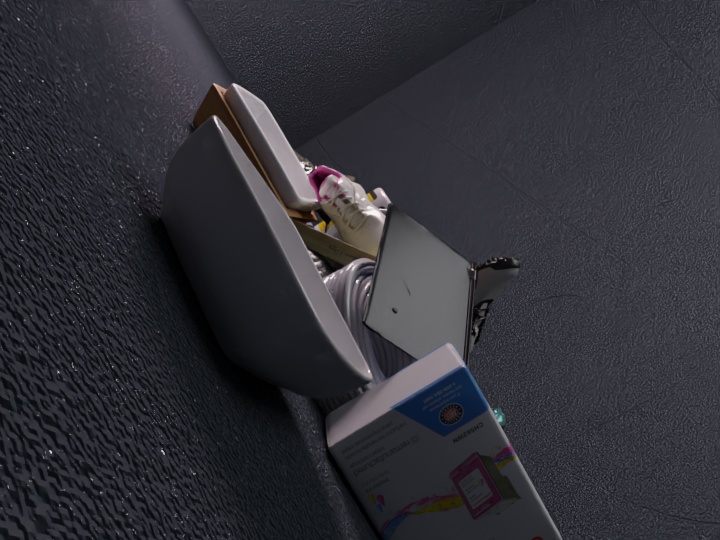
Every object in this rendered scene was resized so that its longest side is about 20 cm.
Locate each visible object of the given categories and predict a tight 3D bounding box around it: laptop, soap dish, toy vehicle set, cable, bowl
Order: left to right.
[{"bbox_3d":[-0.142,-0.150,1.024,0.202,0.081,0.157,61,10,4],"label":"soap dish"},{"bbox_3d":[-0.074,0.009,0.559,0.201,0.074,0.200,59,1,21],"label":"bowl"},{"bbox_3d":[0.000,0.000,0.967,0.198,0.027,0.124,25,-10,26],"label":"toy vehicle set"},{"bbox_3d":[0.012,0.089,0.806,0.200,0.068,0.203,-32,104,-64],"label":"cable"},{"bbox_3d":[0.068,0.066,0.833,0.189,0.114,0.202,-76,172,-45],"label":"laptop"}]

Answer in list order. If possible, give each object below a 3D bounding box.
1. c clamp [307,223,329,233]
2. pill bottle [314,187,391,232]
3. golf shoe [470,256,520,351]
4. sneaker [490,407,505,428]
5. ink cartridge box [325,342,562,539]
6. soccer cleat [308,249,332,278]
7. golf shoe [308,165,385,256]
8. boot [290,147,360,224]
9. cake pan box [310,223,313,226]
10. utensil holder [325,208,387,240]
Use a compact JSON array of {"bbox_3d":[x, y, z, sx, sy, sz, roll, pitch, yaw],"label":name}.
[{"bbox_3d":[-0.072,-0.019,1.141,0.200,0.027,0.174,24,67,-84],"label":"c clamp"},{"bbox_3d":[-0.021,-0.052,1.321,0.112,0.198,0.111,59,1,-2],"label":"pill bottle"},{"bbox_3d":[0.148,0.058,0.993,0.077,0.200,0.095,3,54,-49],"label":"golf shoe"},{"bbox_3d":[0.112,0.234,0.920,0.077,0.200,0.092,2,62,-40],"label":"sneaker"},{"bbox_3d":[0.077,0.196,0.685,0.202,0.143,0.085,60,1,-11],"label":"ink cartridge box"},{"bbox_3d":[-0.055,0.043,0.879,0.201,0.067,0.081,63,8,28],"label":"soccer cleat"},{"bbox_3d":[-0.017,-0.079,1.012,0.091,0.075,0.200,38,8,-38],"label":"golf shoe"},{"bbox_3d":[-0.073,-0.155,1.197,0.130,0.068,0.200,42,16,-6],"label":"boot"},{"bbox_3d":[-0.144,-0.122,1.503,0.185,0.052,0.200,62,0,-29],"label":"cake pan box"},{"bbox_3d":[0.022,0.031,1.153,0.201,0.168,0.171,87,-23,-57],"label":"utensil holder"}]
